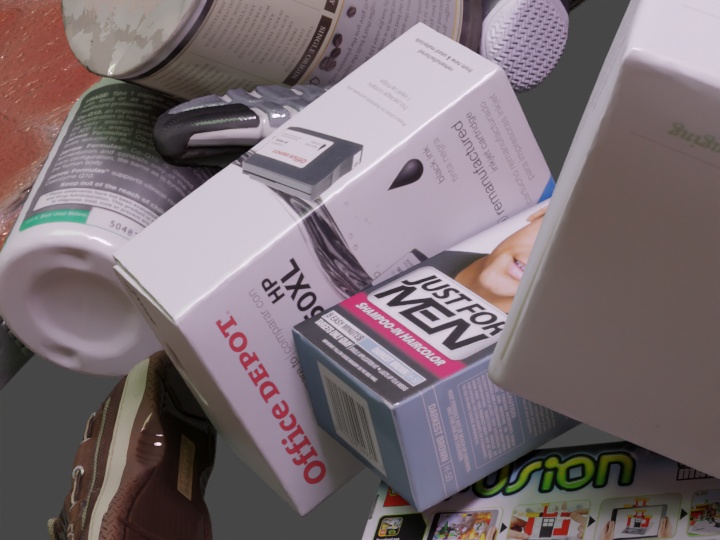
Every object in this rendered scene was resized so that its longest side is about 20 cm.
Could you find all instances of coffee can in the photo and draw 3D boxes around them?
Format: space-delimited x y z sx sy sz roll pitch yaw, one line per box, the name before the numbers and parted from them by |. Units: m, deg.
coffee can | -0.049 -0.155 1.052 0.146 0.199 0.148 -17 66 44

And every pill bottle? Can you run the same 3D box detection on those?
pill bottle | -0.135 -0.044 1.092 0.112 0.114 0.201 -11 39 25

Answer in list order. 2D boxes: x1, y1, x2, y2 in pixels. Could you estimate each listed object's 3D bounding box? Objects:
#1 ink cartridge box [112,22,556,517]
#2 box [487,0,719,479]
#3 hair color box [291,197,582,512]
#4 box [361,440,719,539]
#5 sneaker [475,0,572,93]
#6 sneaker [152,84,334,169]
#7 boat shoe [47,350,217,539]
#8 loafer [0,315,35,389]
ink cartridge box | 0.000 0.000 0.911 0.199 0.145 0.084 -38 35 -11
box | 0.182 -0.033 0.714 0.197 0.201 0.172 22 51 5
hair color box | 0.080 0.025 0.856 0.199 0.061 0.099 -26 30 -20
box | 0.090 0.125 0.784 0.198 0.035 0.111 -8 40 28
sneaker | 0.092 -0.192 1.146 0.113 0.076 0.201 6 51 37
sneaker | -0.009 -0.039 0.982 0.198 0.117 0.075 -6 17 -14
boat shoe | -0.117 0.130 0.911 0.074 0.075 0.203 -31 26 23
loafer | -0.258 0.063 1.096 0.200 0.076 0.069 -42 24 -25
